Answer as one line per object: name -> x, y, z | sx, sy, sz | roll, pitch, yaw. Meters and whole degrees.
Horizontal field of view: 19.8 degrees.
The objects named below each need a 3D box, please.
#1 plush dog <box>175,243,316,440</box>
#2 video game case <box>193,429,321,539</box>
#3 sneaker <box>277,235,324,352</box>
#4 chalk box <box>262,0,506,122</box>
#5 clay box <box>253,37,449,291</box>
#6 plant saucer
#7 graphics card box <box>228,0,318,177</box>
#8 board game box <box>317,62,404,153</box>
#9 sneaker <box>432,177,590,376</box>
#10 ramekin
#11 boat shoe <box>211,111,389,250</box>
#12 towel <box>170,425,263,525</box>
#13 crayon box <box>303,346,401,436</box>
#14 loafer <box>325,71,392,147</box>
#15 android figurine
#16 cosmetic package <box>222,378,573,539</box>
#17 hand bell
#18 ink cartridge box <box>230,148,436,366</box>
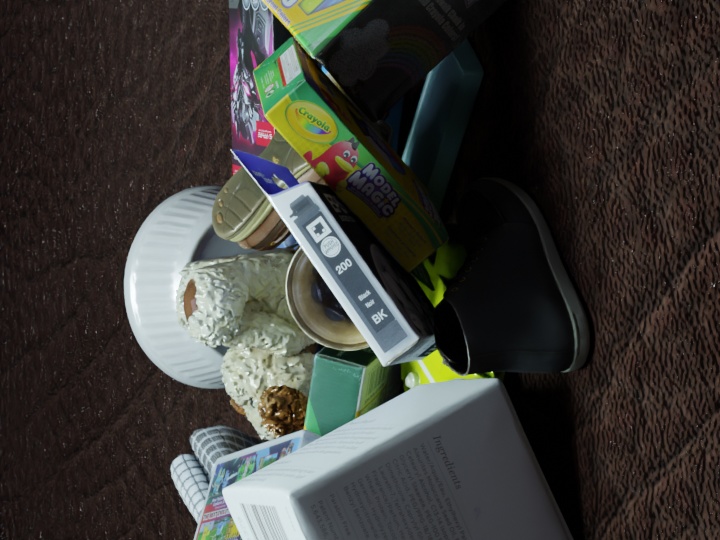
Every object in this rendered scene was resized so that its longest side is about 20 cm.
plush dog -> -0.080, 0.070, 1.871 | 0.200, 0.159, 0.174 | -164, 64, -81
video game case -> -0.102, 0.235, 1.744 | 0.200, 0.023, 0.184 | -26, 45, 63
sneaker -> -0.034, 0.022, 1.960 | 0.082, 0.073, 0.202 | -4, 95, 62
chalk box -> 0.028, -0.242, 1.601 | 0.124, 0.200, 0.124 | 49, -176, 33
clay box -> 0.001, -0.081, 1.602 | 0.048, 0.200, 0.115 | -40, 22, 10
plant saucer -> 0.062, -0.114, 1.761 | 0.201, 0.019, 0.070 | 108, 149, -41
graphics card box -> -0.080, -0.172, 1.913 | 0.125, 0.050, 0.202 | -159, 68, -67
board game box -> -0.023, -0.172, 1.912 | 0.200, 0.055, 0.197 | -128, 40, -55
sneaker -> 0.092, 0.000, 1.585 | 0.201, 0.105, 0.075 | -117, 31, -44
ramekin -> -0.126, 0.017, 2.034 | 0.094, 0.201, 0.205 | -1, 93, 57
boat shoe -> -0.044, -0.092, 1.817 | 0.200, 0.067, 0.072 | -43, 43, 21
towel -> -0.067, 0.237, 1.934 | 0.086, 0.199, 0.166 | -54, 38, 8
crayon box -> -0.011, 0.152, 1.837 | 0.126, 0.051, 0.202 | -39, -40, -65
loafer -> 0.005, -0.094, 1.733 | 0.070, 0.070, 0.200 | 27, 161, 32
android figurine -> 0.074, 0.068, 1.736 | 0.182, 0.041, 0.201 | -120, 35, -48
cosmetic package -> 0.031, 0.200, 1.599 | 0.166, 0.199, 0.165 | 66, 159, -5
hand bell -> 0.000, 0.000, 1.809 | 0.200, 0.103, 0.105 | -53, -37, -79
ink cartridge box -> -0.009, -0.018, 1.601 | 0.201, 0.043, 0.198 | 54, -173, 6
